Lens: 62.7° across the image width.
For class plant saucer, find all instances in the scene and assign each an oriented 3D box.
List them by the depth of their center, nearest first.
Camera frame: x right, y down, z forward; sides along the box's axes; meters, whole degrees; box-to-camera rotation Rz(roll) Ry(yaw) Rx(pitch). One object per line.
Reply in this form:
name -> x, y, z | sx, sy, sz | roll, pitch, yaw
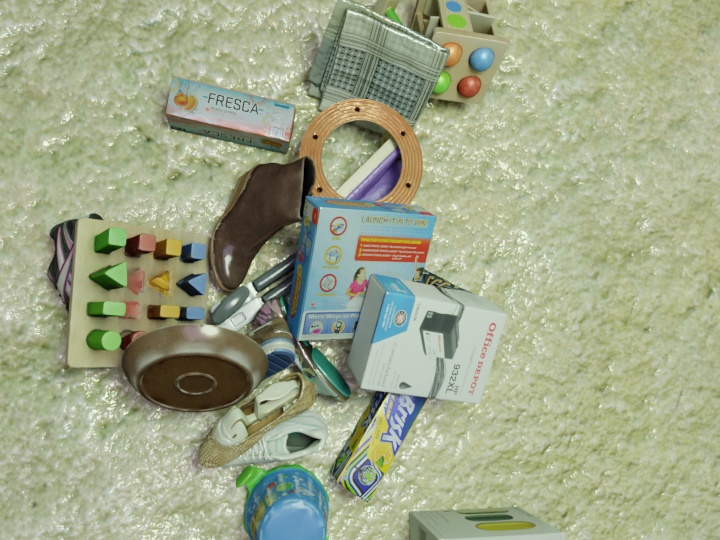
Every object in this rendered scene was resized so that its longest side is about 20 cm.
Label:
plant saucer -> -0.223, 0.143, 0.805 | 0.195, 0.203, 0.033 | 0, 49, -12

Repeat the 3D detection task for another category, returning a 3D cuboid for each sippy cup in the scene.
sippy cup -> -0.104, 0.368, 0.864 | 0.173, 0.130, 0.144 | 10, 81, -10

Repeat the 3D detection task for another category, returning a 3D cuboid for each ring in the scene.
ring -> 0.002, -0.168, 0.921 | 0.195, 0.019, 0.206 | 1, 81, -7

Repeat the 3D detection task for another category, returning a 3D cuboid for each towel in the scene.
towel -> 0.020, -0.310, 0.943 | 0.196, 0.194, 0.035 | 23, 52, -7

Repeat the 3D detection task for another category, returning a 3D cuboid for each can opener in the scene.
can opener -> -0.145, 0.029, 0.926 | 0.198, 0.067, 0.054 | -35, 92, -13

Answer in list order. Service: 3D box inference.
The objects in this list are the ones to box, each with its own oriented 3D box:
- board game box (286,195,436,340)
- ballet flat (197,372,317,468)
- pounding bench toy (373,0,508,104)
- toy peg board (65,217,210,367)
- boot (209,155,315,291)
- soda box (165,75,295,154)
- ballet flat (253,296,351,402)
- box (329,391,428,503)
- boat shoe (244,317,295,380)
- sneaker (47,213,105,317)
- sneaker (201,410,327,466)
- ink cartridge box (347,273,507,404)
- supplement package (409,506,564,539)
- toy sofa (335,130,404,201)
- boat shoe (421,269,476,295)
board game box -> 0.000, 0.000, 0.880 | 0.196, 0.056, 0.201 | 1, 111, -29
ballet flat -> -0.155, 0.208, 0.856 | 0.198, 0.066, 0.071 | -33, 52, -16
pounding bench toy -> 0.120, -0.375, 0.969 | 0.194, 0.125, 0.159 | 4, 58, -11
toy peg board -> -0.296, 0.035, 0.839 | 0.196, 0.097, 0.206 | 7, 82, -38
boot -> -0.147, -0.070, 0.887 | 0.072, 0.164, 0.205 | 22, 72, -44
soda box -> -0.204, -0.246, 0.944 | 0.195, 0.068, 0.065 | 11, 81, -11
ballet flat -> -0.096, 0.136, 0.926 | 0.071, 0.069, 0.202 | -35, 98, 7
box -> 0.033, 0.253, 0.936 | 0.064, 0.070, 0.202 | 33, 79, -8
boat shoe -> -0.178, 0.135, 0.886 | 0.197, 0.072, 0.074 | -26, 48, 19
sneaker -> -0.417, 0.021, 0.878 | 0.084, 0.080, 0.206 | -3, 85, 11
sneaker -> -0.143, 0.256, 0.893 | 0.195, 0.080, 0.072 | -9, 93, -11
ink cartridge box -> 0.097, 0.102, 0.866 | 0.195, 0.084, 0.149 | 11, 102, -19
supplement package -> 0.187, 0.462, 0.903 | 0.194, 0.152, 0.155 | 2, 82, -11
toy sofa -> 0.015, -0.134, 0.970 | 0.098, 0.083, 0.200 | 45, 77, -2
boat shoe -> 0.123, 0.036, 0.969 | 0.197, 0.091, 0.072 | 28, 79, -7
